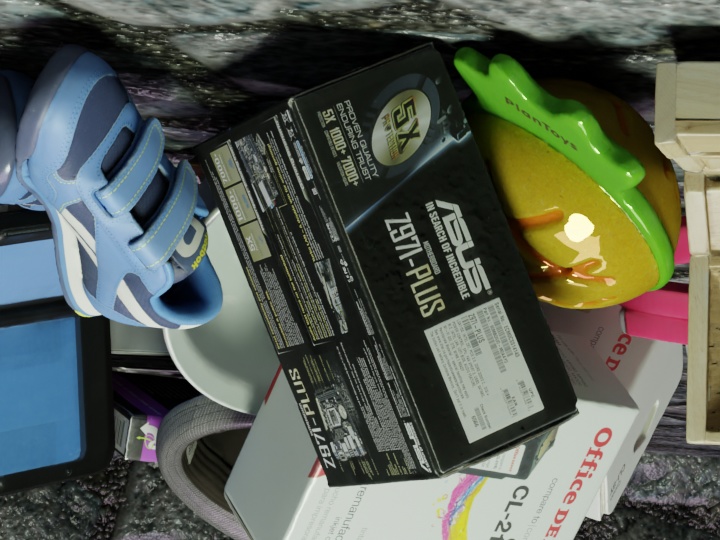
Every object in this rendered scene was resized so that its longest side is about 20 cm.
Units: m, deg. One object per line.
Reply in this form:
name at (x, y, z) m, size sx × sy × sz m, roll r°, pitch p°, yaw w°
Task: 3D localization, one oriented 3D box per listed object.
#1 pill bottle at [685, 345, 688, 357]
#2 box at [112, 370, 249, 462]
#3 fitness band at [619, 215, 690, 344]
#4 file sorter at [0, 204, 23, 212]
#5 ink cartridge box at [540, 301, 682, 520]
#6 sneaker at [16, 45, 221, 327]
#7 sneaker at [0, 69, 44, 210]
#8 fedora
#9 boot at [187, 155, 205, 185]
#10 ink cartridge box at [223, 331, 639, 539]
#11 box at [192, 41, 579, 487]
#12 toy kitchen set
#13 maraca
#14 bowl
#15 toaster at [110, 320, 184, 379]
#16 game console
pill bottle at (0.296, 0.053, 1.857) m, size 0.115 × 0.117 × 0.200 m, roll 2°, pitch 172°, yaw 14°
box at (-0.087, 0.106, 1.745) m, size 0.199 × 0.036 × 0.143 m, roll 6°, pitch -172°, yaw -24°
fitness band at (0.241, 0.005, 1.589) m, size 0.199 × 0.038 × 0.143 m, roll 9°, pitch -155°, yaw 37°
file sorter at (-0.305, 0.019, 1.639) m, size 0.124 × 0.201 × 0.139 m, roll 11°, pitch 170°, yaw -31°
ink cartridge box at (0.098, 0.059, 1.687) m, size 0.199 × 0.145 × 0.084 m, roll 18°, pitch 143°, yaw 20°
sneaker at (-0.120, -0.040, 1.323) m, size 0.082 × 0.074 × 0.200 m, roll 20°, pitch 152°, yaw 23°
sneaker at (-0.170, -0.069, 1.412) m, size 0.082 × 0.074 × 0.200 m, roll 8°, pitch -179°, yaw -1°
fedora at (-0.034, 0.106, 1.624) m, size 0.176 × 0.091 × 0.200 m, roll -19°, pitch 136°, yaw 38°
boot at (-0.056, -0.033, 1.658) m, size 0.074 × 0.097 × 0.200 m, roll 3°, pitch 144°, yaw 29°
ink cartridge box at (0.043, 0.105, 1.498) m, size 0.199 × 0.146 × 0.083 m, roll 10°, pitch -154°, yaw -32°
box at (0.010, 0.003, 1.307) m, size 0.086 × 0.201 × 0.164 m, roll -23°, pitch -179°, yaw -22°
toy kitchen set at (0.235, -0.005, 1.252) m, size 0.162 × 0.182 × 0.200 m, roll 1°, pitch 176°, yaw 14°
maraca at (0.102, -0.048, 1.295) m, size 0.137 × 0.107 × 0.200 m, roll 32°, pitch 166°, yaw 21°
bowl at (-0.029, -0.017, 1.489) m, size 0.200 × 0.091 × 0.202 m, roll -12°, pitch 134°, yaw -13°
toaster at (-0.138, 0.009, 1.767) m, size 0.199 × 0.119 × 0.181 m, roll 2°, pitch 172°, yaw 15°
game console at (-0.199, 0.049, 1.549) m, size 0.199 × 0.117 × 0.176 m, roll -10°, pitch 158°, yaw -47°
